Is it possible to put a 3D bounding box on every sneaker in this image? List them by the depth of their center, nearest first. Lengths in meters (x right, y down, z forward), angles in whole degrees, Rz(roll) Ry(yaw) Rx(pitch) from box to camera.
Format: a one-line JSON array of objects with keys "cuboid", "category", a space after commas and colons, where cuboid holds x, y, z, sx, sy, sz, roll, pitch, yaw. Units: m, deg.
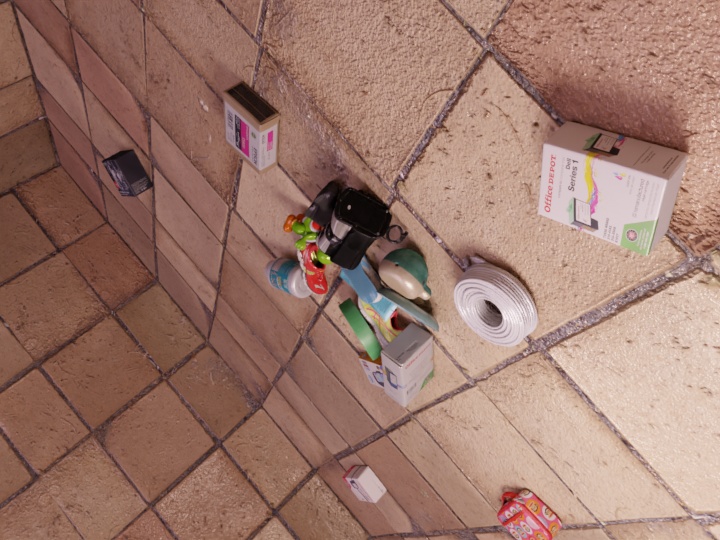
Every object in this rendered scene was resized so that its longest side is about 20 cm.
[{"cuboid": [-0.086, -0.176, 1.601, 0.091, 0.076, 0.200, 42, 158, -3], "category": "sneaker"}, {"cuboid": [0.000, 0.000, 1.650, 0.076, 0.081, 0.203, -28, 79, 20], "category": "sneaker"}, {"cuboid": [0.068, 0.130, 1.723, 0.090, 0.078, 0.202, -40, 75, 25], "category": "sneaker"}, {"cuboid": [-0.143, -0.001, 1.863, 0.084, 0.077, 0.203, 13, 134, 41], "category": "sneaker"}]

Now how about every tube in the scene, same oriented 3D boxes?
[{"cuboid": [0.026, 0.057, 1.701, 0.199, 0.050, 0.078, 40, 105, 23], "category": "tube"}]

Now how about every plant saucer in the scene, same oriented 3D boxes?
[{"cuboid": [0.130, 0.100, 1.549, 0.198, 0.028, 0.200, 33, 178, 1], "category": "plant saucer"}]

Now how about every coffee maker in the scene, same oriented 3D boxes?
[{"cuboid": [-0.006, -0.087, 1.507, 0.192, 0.134, 0.200, 47, 151, 6], "category": "coffee maker"}]

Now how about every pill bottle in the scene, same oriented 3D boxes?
[{"cuboid": [-0.246, 0.018, 1.991, 0.198, 0.110, 0.112, 17, 137, 46], "category": "pill bottle"}]

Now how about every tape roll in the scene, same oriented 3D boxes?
[{"cuboid": [0.003, 0.181, 1.798, 0.202, 0.048, 0.200, 58, 177, 4], "category": "tape roll"}]

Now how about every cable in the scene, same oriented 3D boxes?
[{"cuboid": [0.303, 0.079, 1.317, 0.198, 0.069, 0.203, 24, 141, 40], "category": "cable"}]

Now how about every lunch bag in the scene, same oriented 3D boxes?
[{"cuboid": [0.506, 0.756, 1.785, 0.176, 0.081, 0.202, 44, 149, 21], "category": "lunch bag"}]

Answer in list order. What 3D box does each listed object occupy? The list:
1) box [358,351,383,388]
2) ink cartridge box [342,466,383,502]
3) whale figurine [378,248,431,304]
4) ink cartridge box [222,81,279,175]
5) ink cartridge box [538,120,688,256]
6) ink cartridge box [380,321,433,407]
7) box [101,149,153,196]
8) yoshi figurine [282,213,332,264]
[{"cuboid": [0.071, 0.348, 1.982, 0.198, 0.041, 0.121, 7, 128, 49], "category": "box"}, {"cuboid": [0.017, 1.012, 2.757, 0.146, 0.084, 0.200, 52, 151, -2], "category": "ink cartridge box"}, {"cuboid": [0.127, 0.016, 1.497, 0.158, 0.105, 0.200, 30, 169, 31], "category": "whale figurine"}, {"cuboid": [-0.311, -0.400, 1.652, 0.164, 0.075, 0.201, 43, 149, 17], "category": "ink cartridge box"}, {"cuboid": [0.393, -0.135, 0.932, 0.198, 0.084, 0.147, 29, 144, 36], "category": "ink cartridge box"}, {"cuboid": [0.139, 0.274, 1.691, 0.087, 0.145, 0.202, 32, 147, 32], "category": "ink cartridge box"}, {"cuboid": [-1.063, -0.442, 2.649, 0.198, 0.104, 0.185, 9, 130, 50], "category": "box"}, {"cuboid": [-0.138, -0.086, 1.738, 0.198, 0.113, 0.113, 32, 162, 26], "category": "yoshi figurine"}]
